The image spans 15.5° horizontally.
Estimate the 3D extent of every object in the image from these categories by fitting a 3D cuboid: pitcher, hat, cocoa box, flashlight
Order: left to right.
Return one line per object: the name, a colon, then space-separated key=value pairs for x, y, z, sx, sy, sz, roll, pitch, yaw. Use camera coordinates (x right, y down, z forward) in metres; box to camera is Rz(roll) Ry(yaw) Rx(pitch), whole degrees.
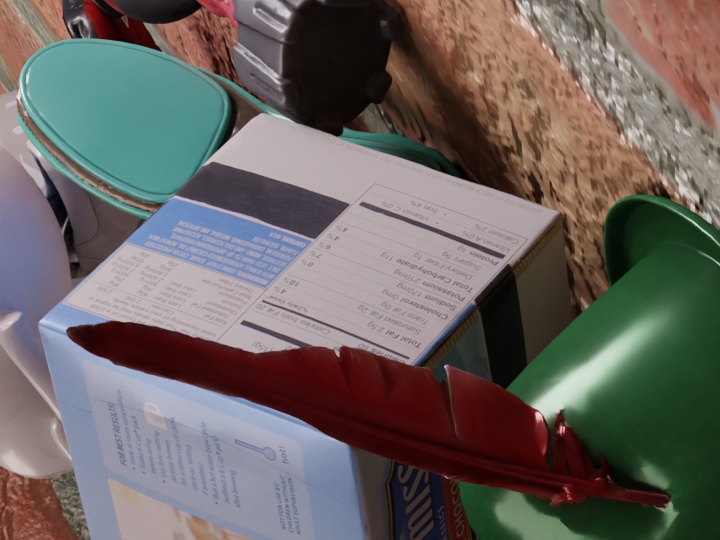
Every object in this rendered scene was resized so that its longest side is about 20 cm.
pitcher: x=-0.183 y=0.027 z=1.323 sx=0.172 sy=0.121 sz=0.200 roll=33 pitch=158 yaw=42
flashlight: x=-0.052 y=-0.104 z=1.005 sx=0.068 sy=0.068 sz=0.200 roll=45 pitch=178 yaw=-36
cocoa box: x=-0.009 y=0.073 z=0.925 sx=0.133 sy=0.131 sz=0.200 roll=19 pitch=136 yaw=30
hat: x=0.049 y=0.084 z=0.783 sx=0.200 sy=0.176 sz=0.166 roll=53 pitch=166 yaw=25

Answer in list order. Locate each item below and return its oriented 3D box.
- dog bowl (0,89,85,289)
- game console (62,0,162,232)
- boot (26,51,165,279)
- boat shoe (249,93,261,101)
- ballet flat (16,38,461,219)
dog bowl: x=-0.148 y=-0.023 z=1.520 sx=0.200 sy=0.059 sz=0.200 roll=63 pitch=-177 yaw=-6
game console: x=-0.122 y=-0.032 z=1.175 sx=0.172 sy=0.119 sz=0.200 roll=57 pitch=-178 yaw=-16
boot: x=-0.115 y=-0.023 z=1.395 sx=0.074 sy=0.096 sz=0.200 roll=48 pitch=164 yaw=42
boat shoe: x=0.001 y=0.000 z=1.070 sx=0.201 sy=0.063 sz=0.074 roll=55 pitch=-162 yaw=26
ballet flat: x=-0.045 y=-0.032 z=1.017 sx=0.200 sy=0.067 sz=0.070 roll=19 pitch=156 yaw=26
